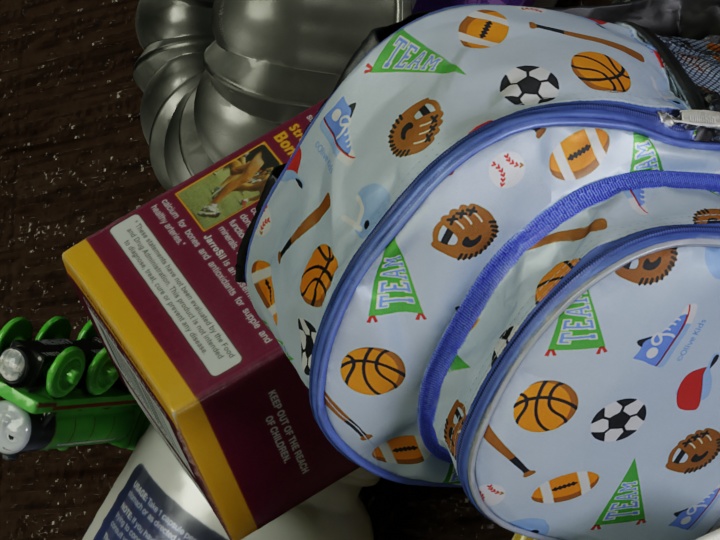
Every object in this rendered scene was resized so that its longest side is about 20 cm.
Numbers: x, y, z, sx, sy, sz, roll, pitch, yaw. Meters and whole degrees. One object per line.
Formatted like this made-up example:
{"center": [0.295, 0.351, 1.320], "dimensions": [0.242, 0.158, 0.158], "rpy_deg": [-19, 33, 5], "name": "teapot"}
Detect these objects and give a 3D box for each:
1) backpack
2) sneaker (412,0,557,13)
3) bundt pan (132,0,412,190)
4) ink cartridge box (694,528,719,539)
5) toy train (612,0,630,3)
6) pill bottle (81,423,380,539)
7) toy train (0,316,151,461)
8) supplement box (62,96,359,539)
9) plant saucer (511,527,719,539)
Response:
{"center": [0.063, 0.003, 0.936], "dimensions": [0.200, 0.190, 0.154], "rpy_deg": [-64, 30, 22], "name": "backpack"}
{"center": [0.049, -0.153, 1.144], "dimensions": [0.081, 0.083, 0.200], "rpy_deg": [47, 137, 14], "name": "sneaker"}
{"center": [-0.048, -0.110, 1.212], "dimensions": [0.202, 0.076, 0.202], "rpy_deg": [-177, 90, -68], "name": "bundt pan"}
{"center": [0.112, 0.202, 0.901], "dimensions": [0.145, 0.084, 0.200], "rpy_deg": [-25, 75, 12], "name": "ink cartridge box"}
{"center": [0.130, -0.114, 1.125], "dimensions": [0.046, 0.034, 0.201], "rpy_deg": [3, 76, 35], "name": "toy train"}
{"center": [-0.063, 0.129, 1.167], "dimensions": [0.111, 0.111, 0.200], "rpy_deg": [43, 106, 45], "name": "pill bottle"}
{"center": [-0.100, 0.050, 1.180], "dimensions": [0.042, 0.200, 0.057], "rpy_deg": [27, 102, 25], "name": "toy train"}
{"center": [0.000, 0.000, 1.078], "dimensions": [0.200, 0.086, 0.110], "rpy_deg": [-30, 47, -9], "name": "supplement box"}
{"center": [0.126, 0.116, 1.027], "dimensions": [0.200, 0.048, 0.200], "rpy_deg": [35, 101, 47], "name": "plant saucer"}
